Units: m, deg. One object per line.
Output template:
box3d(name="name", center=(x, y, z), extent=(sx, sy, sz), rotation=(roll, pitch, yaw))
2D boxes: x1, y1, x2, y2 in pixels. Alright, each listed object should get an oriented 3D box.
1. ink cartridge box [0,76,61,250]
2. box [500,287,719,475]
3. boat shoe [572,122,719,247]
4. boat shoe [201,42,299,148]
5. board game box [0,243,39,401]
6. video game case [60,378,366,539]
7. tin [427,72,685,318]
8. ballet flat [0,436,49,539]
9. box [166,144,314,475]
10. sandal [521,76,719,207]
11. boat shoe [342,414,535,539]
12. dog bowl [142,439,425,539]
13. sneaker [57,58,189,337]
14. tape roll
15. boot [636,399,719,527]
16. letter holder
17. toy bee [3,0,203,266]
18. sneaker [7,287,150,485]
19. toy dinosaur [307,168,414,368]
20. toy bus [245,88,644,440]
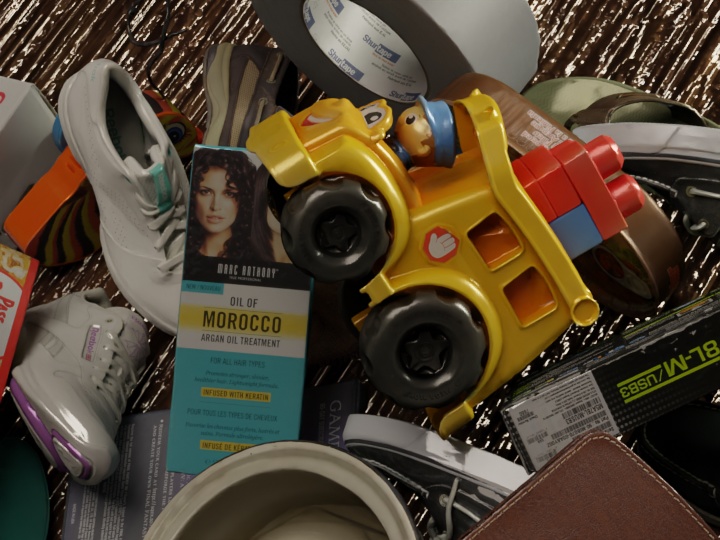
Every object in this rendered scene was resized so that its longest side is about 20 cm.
box3d(name="ink cartridge box", center=(-0.330, -0.078, 1.662), extent=(0.199, 0.083, 0.146), rotation=(14, 61, 31))
box3d(name="box", center=(0.177, 0.049, 1.292), extent=(0.199, 0.193, 0.048), rotation=(-25, 87, 4))
box3d(name="boat shoe", center=(0.222, -0.049, 1.384), extent=(0.199, 0.072, 0.071), rotation=(9, 93, 21))
box3d(name="boat shoe", center=(-0.067, -0.082, 1.561), extent=(0.073, 0.075, 0.201), rotation=(-11, 57, 8))
box3d(name="board game box", center=(-0.281, 0.097, 1.474), extent=(0.151, 0.046, 0.201), rotation=(-37, 35, 50))
box3d(name="video game case", center=(-0.095, 0.146, 1.436), extent=(0.199, 0.019, 0.143), rotation=(-9, 52, 15))
box3d(name="tin", center=(0.120, -0.049, 1.417), extent=(0.200, 0.112, 0.042), rotation=(40, 75, 23))
box3d(name="ballet flat", center=(-0.233, 0.195, 1.430), extent=(0.071, 0.069, 0.200), rotation=(-44, 38, 28))
box3d(name="box", center=(-0.070, 0.026, 1.393), extent=(0.082, 0.049, 0.201), rotation=(4, 89, -1))
box3d(name="sandal", center=(0.187, -0.086, 1.466), extent=(0.200, 0.057, 0.080), rotation=(20, 69, 31))
box3d(name="boat shoe", center=(0.069, 0.144, 1.337), extent=(0.199, 0.074, 0.068), rotation=(21, 82, 21))
box3d(name="dog bowl", center=(-0.038, 0.204, 1.309), extent=(0.199, 0.074, 0.201), rotation=(-13, 61, 24))
box3d(name="sneaker", center=(-0.137, -0.045, 1.490), extent=(0.075, 0.201, 0.088), rotation=(-29, 4, -21))
box3d(name="tape roll", center=(0.020, -0.170, 1.508), extent=(0.200, 0.200, 0.066), rotation=(22, 65, 34))
box3d(name="boot", center=(0.230, 0.092, 1.250), extent=(0.203, 0.154, 0.074), rotation=(26, 68, 34))
box3d(name="letter holder", center=(0.136, 0.200, 1.185), extent=(0.142, 0.101, 0.200), rotation=(-39, 83, -11))
box3d(name="toy bee", center=(-0.155, -0.080, 1.593), extent=(0.200, 0.109, 0.131), rotation=(-39, 53, 25))
box3d(name="sneaker", center=(-0.180, 0.065, 1.476), extent=(0.099, 0.075, 0.200), rotation=(-26, 32, -6))
box3d(name="toy dinosaur", center=(0.000, 0.000, 1.474), extent=(0.201, 0.135, 0.086), rotation=(-68, 14, -5))
box3d(name="toy bus", center=(0.056, -0.035, 1.303), extent=(0.192, 0.200, 0.136), rotation=(-33, 17, 4))
